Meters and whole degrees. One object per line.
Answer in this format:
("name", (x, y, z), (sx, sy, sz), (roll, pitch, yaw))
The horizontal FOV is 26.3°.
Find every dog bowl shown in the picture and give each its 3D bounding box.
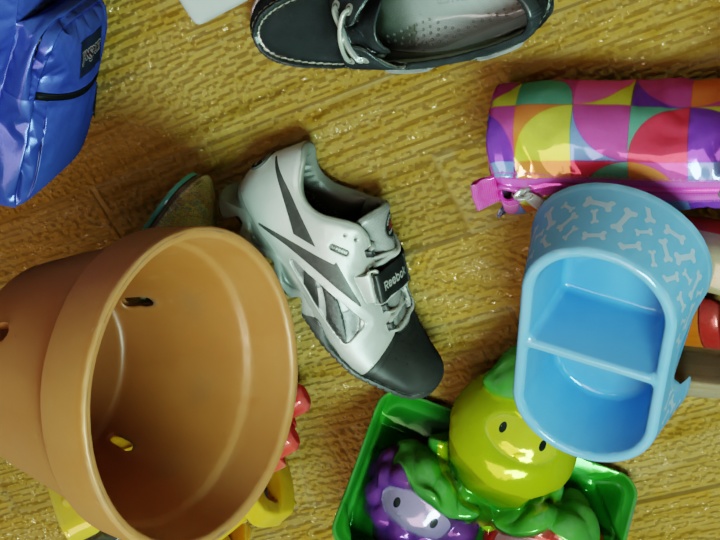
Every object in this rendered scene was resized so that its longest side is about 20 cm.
("dog bowl", (0.145, 0.039, 0.929), (0.111, 0.050, 0.201), (17, 137, 17))

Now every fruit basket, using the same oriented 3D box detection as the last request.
("fruit basket", (0.094, 0.154, 1.075), (0.214, 0.156, 0.216), (15, 144, 11))

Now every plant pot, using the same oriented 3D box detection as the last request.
("plant pot", (-0.154, 0.069, 0.986), (0.139, 0.200, 0.201), (4, 126, 35))

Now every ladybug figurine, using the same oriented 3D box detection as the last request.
("ladybug figurine", (0.201, 0.016, 0.969), (0.198, 0.072, 0.136), (8, 137, 24))

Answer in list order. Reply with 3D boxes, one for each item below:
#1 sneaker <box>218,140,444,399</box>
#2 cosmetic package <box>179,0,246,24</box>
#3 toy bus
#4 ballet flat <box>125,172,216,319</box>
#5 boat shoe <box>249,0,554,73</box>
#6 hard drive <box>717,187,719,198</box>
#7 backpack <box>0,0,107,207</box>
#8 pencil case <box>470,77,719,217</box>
("sneaker", (0.000, 0.000, 1.032), (0.088, 0.074, 0.200), (-36, 104, 31))
("cosmetic package", (-0.030, -0.267, 0.802), (0.199, 0.167, 0.168), (-22, 115, 30))
("toy bus", (-0.114, 0.150, 1.142), (0.191, 0.136, 0.200), (-27, 140, 6))
("ballet flat", (-0.139, 0.010, 1.086), (0.070, 0.071, 0.200), (35, 131, -8))
("boat shoe", (0.017, -0.155, 0.929), (0.198, 0.060, 0.076), (-10, 120, 23))
("hard drive", (0.288, -0.117, 0.834), (0.131, 0.027, 0.202), (17, 100, 6))
("backpack", (-0.244, -0.154, 0.958), (0.166, 0.163, 0.201), (13, 114, -2))
("pencil case", (0.170, -0.071, 0.924), (0.198, 0.089, 0.089), (-2, 123, 18))
